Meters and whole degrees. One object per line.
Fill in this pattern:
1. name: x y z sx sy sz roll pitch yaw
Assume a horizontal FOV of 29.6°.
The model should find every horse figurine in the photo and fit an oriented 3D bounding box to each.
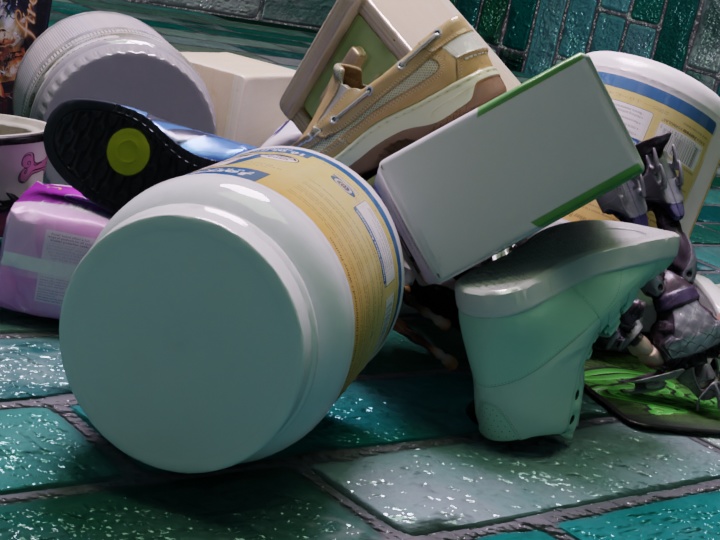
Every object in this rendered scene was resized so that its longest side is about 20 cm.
1. horse figurine: 0.000 0.000 0.984 0.132 0.050 0.200 39 0 -33

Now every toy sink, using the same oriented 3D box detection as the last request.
1. toy sink: -0.125 -0.144 1.363 0.111 0.132 0.200 17 16 21
2. toy sink: 0.021 -0.150 1.098 0.111 0.131 0.201 -9 55 -46

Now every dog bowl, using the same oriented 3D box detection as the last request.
1. dog bowl: -0.316 -0.069 0.963 0.197 0.075 0.200 3 12 -1

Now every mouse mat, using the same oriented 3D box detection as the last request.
1. mouse mat: 0.248 0.092 1.029 0.198 0.008 0.161 6 16 -23

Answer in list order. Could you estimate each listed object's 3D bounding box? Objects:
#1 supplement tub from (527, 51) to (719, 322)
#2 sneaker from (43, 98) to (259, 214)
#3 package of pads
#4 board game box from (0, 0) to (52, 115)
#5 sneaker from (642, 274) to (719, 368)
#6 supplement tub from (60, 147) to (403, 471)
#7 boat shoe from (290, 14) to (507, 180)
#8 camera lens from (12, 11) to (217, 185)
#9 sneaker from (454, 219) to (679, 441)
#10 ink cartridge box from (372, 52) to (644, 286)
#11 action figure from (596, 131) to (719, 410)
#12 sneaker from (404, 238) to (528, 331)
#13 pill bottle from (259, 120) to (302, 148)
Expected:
1. supplement tub: 0.202 -0.059 1.108 0.143 0.202 0.145 24 -6 3
2. sneaker: -0.107 -0.058 0.882 0.198 0.067 0.078 17 5 9
3. package of pads: -0.136 -0.002 0.911 0.197 0.077 0.121 11 10 -8
4. board game box: -0.342 -0.195 1.217 0.034 0.203 0.135 21 17 29
5. sneaker: 0.306 0.040 1.121 0.114 0.075 0.200 7 10 -7
6. supplement tub: -0.062 0.016 0.728 0.143 0.147 0.200 15 14 10
7. boat shoe: 0.000 -0.104 0.923 0.199 0.077 0.072 -28 -1 19
8. camera lens: -0.212 -0.131 1.167 0.158 0.162 0.200 7 15 -20
9. sneaker: 0.135 0.039 0.880 0.199 0.120 0.073 -21 23 -40
10. ink cartridge box: 0.088 -0.059 0.900 0.144 0.085 0.200 -29 -1 -1
11. action figure: 0.222 0.005 0.985 0.129 0.202 0.069 -16 -6 -23
12. sneaker: 0.102 0.005 1.015 0.076 0.088 0.200 52 -11 -35
13. pill bottle: -0.040 -0.086 1.248 0.110 0.112 0.200 13 14 1
